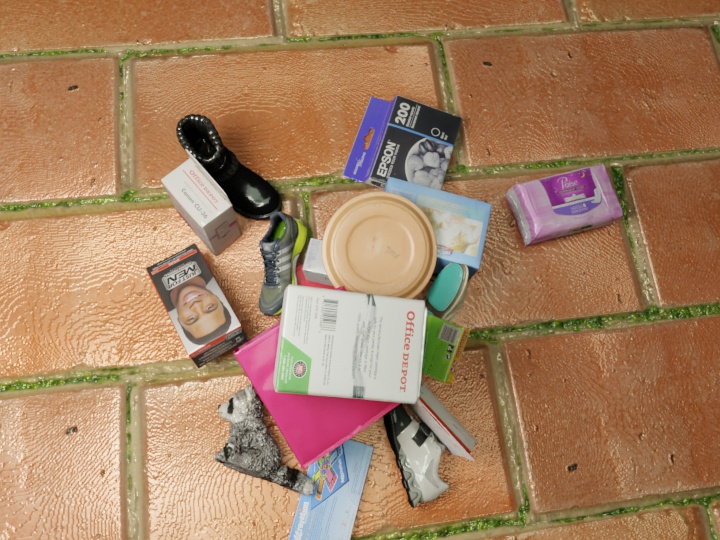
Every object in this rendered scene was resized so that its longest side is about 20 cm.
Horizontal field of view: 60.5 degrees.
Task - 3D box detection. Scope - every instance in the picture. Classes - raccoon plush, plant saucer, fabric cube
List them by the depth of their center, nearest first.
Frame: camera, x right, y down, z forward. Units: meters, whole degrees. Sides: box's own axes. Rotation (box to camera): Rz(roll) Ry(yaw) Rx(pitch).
[{"bbox_3d":[-0.072,0.164,1.004,0.196,0.200,0.200,-32,92,-12],"label":"fabric cube"},{"bbox_3d":[0.033,-0.034,1.050,0.199,0.032,0.202,0,90,-1],"label":"plant saucer"},{"bbox_3d":[-0.156,0.284,1.052,0.199,0.097,0.135,30,61,-16],"label":"raccoon plush"}]

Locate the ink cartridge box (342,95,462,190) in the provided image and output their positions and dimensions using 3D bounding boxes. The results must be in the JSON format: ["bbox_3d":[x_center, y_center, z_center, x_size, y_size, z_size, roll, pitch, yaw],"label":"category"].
[{"bbox_3d":[0.086,-0.250,1.244,0.199,0.043,0.199,18,73,1],"label":"ink cartridge box"}]

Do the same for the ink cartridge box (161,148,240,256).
[{"bbox_3d":[-0.280,-0.115,1.085,0.067,0.200,0.117,-41,80,-15],"label":"ink cartridge box"}]

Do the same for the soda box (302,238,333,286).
[{"bbox_3d":[0.000,0.000,1.118,0.199,0.068,0.064,12,72,6],"label":"soda box"}]

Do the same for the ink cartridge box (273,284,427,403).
[{"bbox_3d":[-0.016,0.105,0.875,0.199,0.083,0.148,8,84,-10],"label":"ink cartridge box"}]

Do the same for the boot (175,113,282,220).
[{"bbox_3d":[-0.239,-0.183,1.132,0.210,0.158,0.080,32,73,5],"label":"boot"}]

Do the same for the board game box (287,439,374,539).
[{"bbox_3d":[-0.051,0.386,1.051,0.102,0.019,0.201,17,73,-2],"label":"board game box"}]

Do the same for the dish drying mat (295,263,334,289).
[{"bbox_3d":[-0.062,0.075,1.145,0.076,0.018,0.201,-27,77,-12],"label":"dish drying mat"}]

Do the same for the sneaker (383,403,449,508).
[{"bbox_3d":[0.097,0.296,1.068,0.088,0.074,0.201,-17,85,-10],"label":"sneaker"}]

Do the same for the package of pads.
[{"bbox_3d":[0.399,-0.130,1.220,0.199,0.076,0.121,-14,76,-9],"label":"package of pads"}]

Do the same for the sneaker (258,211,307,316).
[{"bbox_3d":[-0.156,-0.016,1.121,0.073,0.081,0.201,-4,66,26],"label":"sneaker"}]

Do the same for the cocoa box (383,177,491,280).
[{"bbox_3d":[0.123,-0.068,1.145,0.199,0.131,0.134,15,72,-1],"label":"cocoa box"}]

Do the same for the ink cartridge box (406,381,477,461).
[{"bbox_3d":[0.128,0.235,1.019,0.057,0.200,0.163,-41,81,-15],"label":"ink cartridge box"}]

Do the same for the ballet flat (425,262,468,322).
[{"bbox_3d":[0.145,0.070,1.101,0.062,0.201,0.067,8,30,-41],"label":"ballet flat"}]

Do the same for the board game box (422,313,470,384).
[{"bbox_3d":[0.095,0.117,1.074,0.030,0.199,0.096,20,89,-44],"label":"board game box"}]

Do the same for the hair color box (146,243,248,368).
[{"bbox_3d":[-0.286,0.058,1.078,0.101,0.061,0.200,-30,61,-13],"label":"hair color box"}]
